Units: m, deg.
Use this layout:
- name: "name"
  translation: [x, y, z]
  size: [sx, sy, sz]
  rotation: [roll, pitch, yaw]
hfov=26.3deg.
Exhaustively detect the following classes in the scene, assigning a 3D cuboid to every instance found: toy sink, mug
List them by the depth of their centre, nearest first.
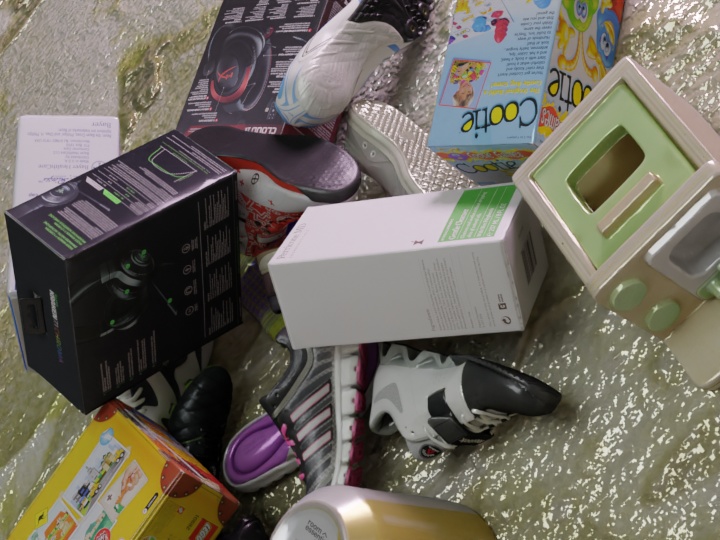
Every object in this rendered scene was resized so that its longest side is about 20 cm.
- name: "toy sink"
  translation: [0.220, -0.035, 1.115]
  size: [0.130, 0.111, 0.201]
  rotation: [-46, 46, 19]
- name: "mug"
  translation: [0.022, 0.225, 1.158]
  size: [0.185, 0.152, 0.151]
  rotation: [-26, 54, 33]

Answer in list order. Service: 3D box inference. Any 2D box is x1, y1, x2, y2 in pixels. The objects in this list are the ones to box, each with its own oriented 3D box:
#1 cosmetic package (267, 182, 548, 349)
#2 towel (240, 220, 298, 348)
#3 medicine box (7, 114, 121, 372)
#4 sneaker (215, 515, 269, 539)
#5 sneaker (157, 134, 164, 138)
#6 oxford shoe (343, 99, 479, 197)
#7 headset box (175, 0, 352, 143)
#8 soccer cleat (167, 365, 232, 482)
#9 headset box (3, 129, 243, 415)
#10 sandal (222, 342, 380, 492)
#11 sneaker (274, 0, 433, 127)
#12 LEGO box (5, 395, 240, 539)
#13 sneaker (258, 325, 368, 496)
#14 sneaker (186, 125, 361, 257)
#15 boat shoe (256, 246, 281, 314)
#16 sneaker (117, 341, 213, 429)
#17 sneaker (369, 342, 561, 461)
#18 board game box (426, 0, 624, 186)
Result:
- name: "cosmetic package"
  translation: [0.040, -0.003, 1.228]
  size: [0.197, 0.086, 0.108]
  rotation: [-5, 27, 21]
- name: "towel"
  translation: [-0.082, -0.029, 1.471]
  size: [0.144, 0.023, 0.200]
  rotation: [-55, 44, 9]
- name: "medicine box"
  translation: [-0.290, -0.024, 1.545]
  size: [0.183, 0.101, 0.203]
  rotation: [102, 168, -62]
- name: "sneaker"
  translation: [-0.159, 0.263, 1.356]
  size: [0.198, 0.069, 0.101]
  rotation: [-16, 73, 21]
- name: "sneaker"
  translation: [-0.210, -0.038, 1.549]
  size: [0.074, 0.090, 0.202]
  rotation: [15, 82, 46]
- name: "oxford shoe"
  translation: [0.048, -0.079, 1.342]
  size: [0.200, 0.074, 0.058]
  rotation: [46, 130, 41]
- name: "headset box"
  translation: [-0.088, -0.173, 1.483]
  size: [0.147, 0.075, 0.202]
  rotation: [2, 67, 39]
- name: "soccer cleat"
  translation: [-0.152, 0.188, 1.415]
  size: [0.081, 0.067, 0.202]
  rotation: [25, 96, 37]
- name: "headset box"
  translation: [-0.207, 0.003, 1.348]
  size: [0.092, 0.199, 0.176]
  rotation: [33, 139, 34]
- name: "sandal"
  translation: [-0.055, 0.125, 1.353]
  size: [0.203, 0.050, 0.083]
  rotation: [-45, 47, 18]
- name: "sneaker"
  translation: [-0.008, -0.206, 1.403]
  size: [0.200, 0.072, 0.072]
  rotation: [-47, 24, -28]
- name: "LEGO box"
  translation: [-0.219, 0.233, 1.320]
  size: [0.201, 0.077, 0.149]
  rotation: [-54, 41, -3]
- name: "sneaker"
  translation: [-0.043, 0.132, 1.288]
  size: [0.086, 0.074, 0.203]
  rotation: [3, 83, 9]
- name: "sneaker"
  translation: [-0.070, -0.062, 1.380]
  size: [0.200, 0.109, 0.067]
  rotation: [15, 45, 36]
- name: "boat shoe"
  translation: [0.000, 0.000, 1.349]
  size: [0.198, 0.072, 0.066]
  rotation: [-8, 92, 27]
- name: "sneaker"
  translation: [-0.222, 0.123, 1.458]
  size: [0.079, 0.129, 0.202]
  rotation: [12, 80, 47]
- name: "sneaker"
  translation: [0.079, 0.113, 1.218]
  size: [0.199, 0.074, 0.090]
  rotation: [3, 73, 55]
- name: "board game box"
  translation: [0.140, -0.176, 1.258]
  size: [0.104, 0.103, 0.203]
  rotation: [2, 72, 37]
